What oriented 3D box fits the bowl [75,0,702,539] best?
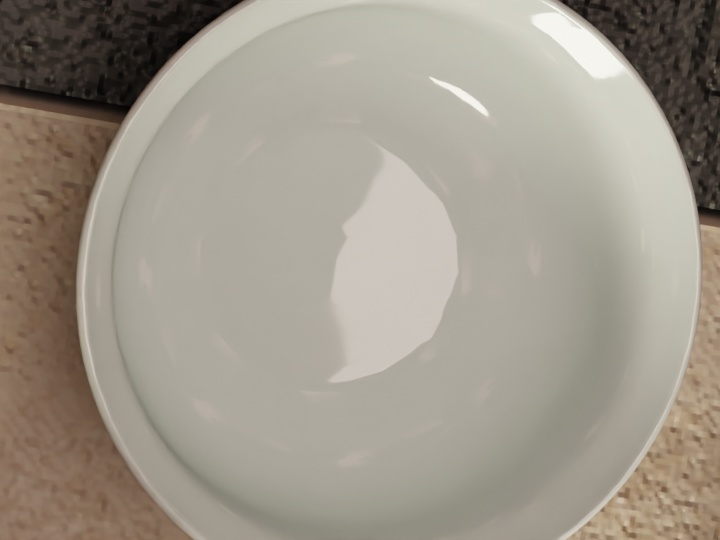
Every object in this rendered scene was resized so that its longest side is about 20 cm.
[{"bbox_3d":[0.000,0.000,0.853,0.201,0.090,0.201,-2,96,-17],"label":"bowl"}]
